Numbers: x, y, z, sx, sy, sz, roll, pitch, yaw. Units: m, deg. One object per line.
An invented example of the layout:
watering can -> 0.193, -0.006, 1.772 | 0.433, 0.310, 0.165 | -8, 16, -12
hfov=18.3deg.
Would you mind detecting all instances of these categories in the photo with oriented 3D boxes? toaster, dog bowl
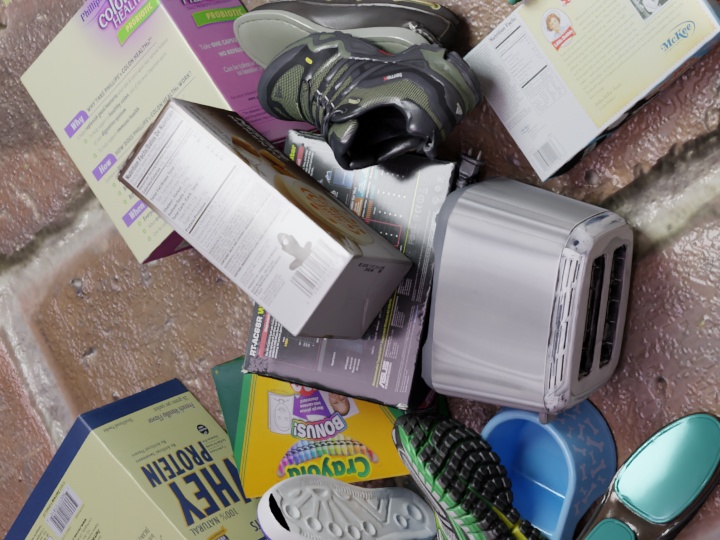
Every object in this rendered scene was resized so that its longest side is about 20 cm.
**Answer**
toaster -> 0.129, 0.014, 1.699 | 0.129, 0.113, 0.201 | 16, 110, 29
dog bowl -> 0.133, 0.189, 1.782 | 0.111, 0.049, 0.201 | 27, 118, 28

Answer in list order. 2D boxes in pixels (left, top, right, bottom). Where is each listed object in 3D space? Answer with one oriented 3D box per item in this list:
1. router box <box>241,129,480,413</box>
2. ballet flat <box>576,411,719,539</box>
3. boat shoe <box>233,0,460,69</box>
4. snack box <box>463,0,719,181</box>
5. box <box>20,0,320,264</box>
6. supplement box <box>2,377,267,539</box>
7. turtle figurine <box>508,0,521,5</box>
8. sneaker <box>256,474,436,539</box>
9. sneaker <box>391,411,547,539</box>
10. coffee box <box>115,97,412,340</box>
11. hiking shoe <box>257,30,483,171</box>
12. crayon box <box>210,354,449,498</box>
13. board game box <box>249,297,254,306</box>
router box -> 0.000, 0.000, 1.766 | 0.149, 0.062, 0.201 | 13, 92, 23
ballet flat -> 0.209, 0.192, 1.698 | 0.068, 0.068, 0.200 | 40, 86, 24
boat shoe -> -0.011, -0.188, 1.783 | 0.200, 0.061, 0.072 | 12, 140, 36
snack box -> 0.176, -0.170, 1.658 | 0.200, 0.037, 0.117 | -41, 78, 37
box -> -0.161, -0.141, 1.883 | 0.176, 0.096, 0.201 | -42, 77, 36
supplement box -> -0.184, 0.245, 1.982 | 0.200, 0.134, 0.200 | 46, 125, 18
turtle figurine -> 0.077, -0.301, 1.658 | 0.200, 0.101, 0.150 | 43, 131, 6
sneaker -> -0.042, 0.239, 1.833 | 0.146, 0.199, 0.081 | -45, 59, 29
sneaker -> 0.079, 0.202, 1.745 | 0.085, 0.078, 0.201 | -37, 80, 38
coffee box -> -0.073, -0.039, 1.705 | 0.200, 0.114, 0.080 | 41, 103, 22
hiking shoe -> -0.010, -0.126, 1.704 | 0.199, 0.101, 0.076 | 3, 133, 37
crayon box -> -0.023, 0.117, 1.873 | 0.199, 0.058, 0.120 | -13, 93, 38
board game box -> -0.034, -0.040, 1.861 | 0.200, 0.030, 0.096 | -35, 81, 35
